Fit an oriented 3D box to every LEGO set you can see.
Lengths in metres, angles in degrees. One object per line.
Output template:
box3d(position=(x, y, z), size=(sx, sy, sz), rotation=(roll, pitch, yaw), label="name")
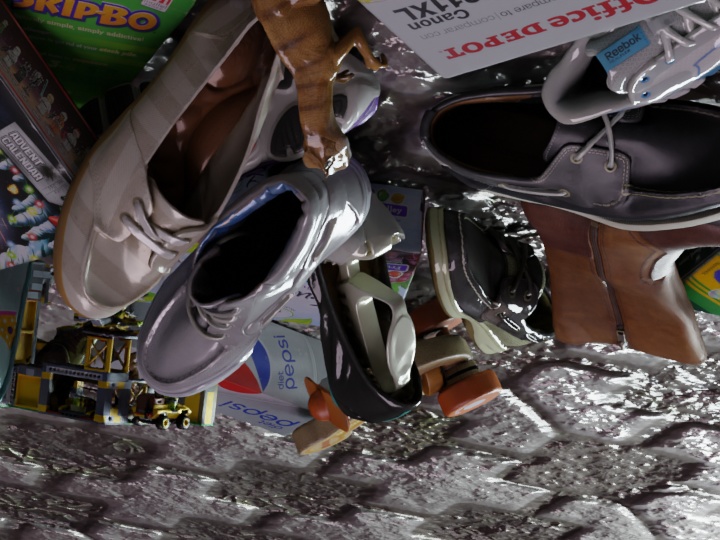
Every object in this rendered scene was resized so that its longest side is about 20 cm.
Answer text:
box3d(position=(-0.188, 0.037, 1.115), size=(0.199, 0.117, 0.153), rotation=(6, 180, 41), label="LEGO set")

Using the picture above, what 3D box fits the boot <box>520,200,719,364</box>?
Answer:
box3d(position=(0.190, 0.002, 1.001), size=(0.187, 0.069, 0.201), rotation=(6, 143, 24), label="boot")

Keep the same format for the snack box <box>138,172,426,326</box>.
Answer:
box3d(position=(-0.064, -0.016, 1.107), size=(0.198, 0.053, 0.142), rotation=(8, 156, -4), label="snack box")

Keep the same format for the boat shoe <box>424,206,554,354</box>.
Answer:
box3d(position=(0.093, 0.004, 1.108), size=(0.065, 0.072, 0.201), rotation=(-8, 158, 15), label="boat shoe")

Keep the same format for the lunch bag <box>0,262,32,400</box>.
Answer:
box3d(position=(-0.278, -0.009, 0.991), size=(0.077, 0.202, 0.160), rotation=(-13, 148, 32), label="lunch bag")

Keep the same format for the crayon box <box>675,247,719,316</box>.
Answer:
box3d(position=(0.311, -0.003, 1.062), size=(0.198, 0.052, 0.126), rotation=(11, 154, -14), label="crayon box")

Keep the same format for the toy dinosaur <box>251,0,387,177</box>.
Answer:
box3d(position=(-0.036, -0.144, 0.804), size=(0.201, 0.106, 0.060), rotation=(61, 158, -13), label="toy dinosaur")

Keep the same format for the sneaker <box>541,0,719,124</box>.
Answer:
box3d(position=(0.156, -0.120, 0.779), size=(0.086, 0.075, 0.200), rotation=(-31, 173, -33), label="sneaker")

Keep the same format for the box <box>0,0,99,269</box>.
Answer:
box3d(position=(-0.229, -0.091, 0.899), size=(0.136, 0.040, 0.201), rotation=(-14, 122, 34), label="box")

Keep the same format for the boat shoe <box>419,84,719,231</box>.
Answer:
box3d(position=(0.129, -0.066, 0.899), size=(0.199, 0.072, 0.068), rotation=(8, 170, 27), label="boat shoe")

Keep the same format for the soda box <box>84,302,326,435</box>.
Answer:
box3d(position=(-0.113, 0.068, 1.284), size=(0.199, 0.064, 0.068), rotation=(24, 149, -34), label="soda box")

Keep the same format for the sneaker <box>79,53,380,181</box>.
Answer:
box3d(position=(-0.079, -0.074, 0.946), size=(0.198, 0.081, 0.083), rotation=(-12, 175, 18), label="sneaker")

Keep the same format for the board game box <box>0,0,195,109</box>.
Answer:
box3d(position=(-0.169, -0.130, 0.918), size=(0.095, 0.030, 0.200), rotation=(16, 156, -24), label="board game box")

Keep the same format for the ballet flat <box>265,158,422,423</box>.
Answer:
box3d(position=(0.000, 0.000, 1.006), size=(0.068, 0.068, 0.201), rotation=(4, 117, 47), label="ballet flat")

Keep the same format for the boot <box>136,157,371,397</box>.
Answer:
box3d(position=(-0.082, 0.007, 0.948), size=(0.200, 0.074, 0.095), rotation=(-48, 169, 23), label="boot")

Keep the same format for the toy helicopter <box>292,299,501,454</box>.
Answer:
box3d(position=(0.001, 0.099, 1.217), size=(0.132, 0.079, 0.200), rotation=(-15, 164, -38), label="toy helicopter")

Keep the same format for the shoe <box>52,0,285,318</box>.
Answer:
box3d(position=(-0.099, -0.060, 0.864), size=(0.070, 0.201, 0.053), rotation=(28, -175, -31), label="shoe")

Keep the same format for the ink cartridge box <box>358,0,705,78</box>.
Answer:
box3d(position=(0.047, -0.179, 0.702), size=(0.145, 0.083, 0.200), rotation=(-13, 149, 33), label="ink cartridge box")
